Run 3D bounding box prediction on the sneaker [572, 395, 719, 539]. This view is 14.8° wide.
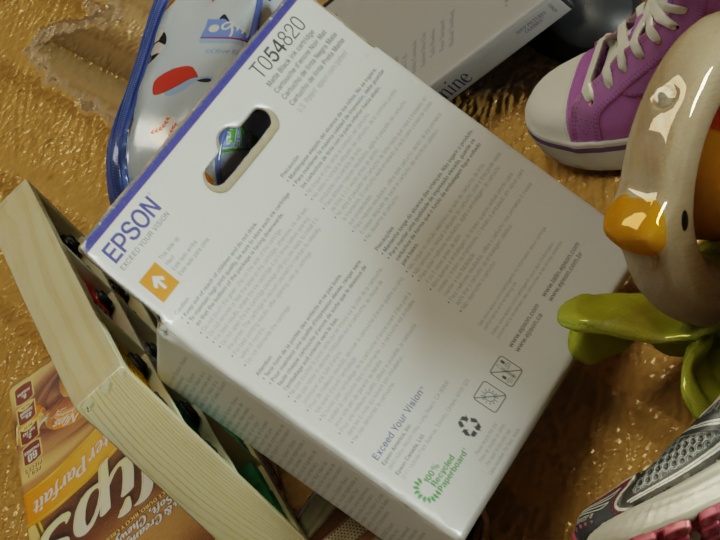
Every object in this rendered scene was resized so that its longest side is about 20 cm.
[{"bbox_3d":[0.166,0.053,1.086,0.200,0.081,0.075,-37,61,6],"label":"sneaker"}]

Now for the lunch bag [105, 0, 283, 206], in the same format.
[{"bbox_3d":[-0.044,-0.036,1.308,0.075,0.201,0.161,-8,47,21],"label":"lunch bag"}]

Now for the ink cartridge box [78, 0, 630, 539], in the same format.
[{"bbox_3d":[0.000,0.000,1.197,0.200,0.200,0.041,-53,0,-40],"label":"ink cartridge box"}]

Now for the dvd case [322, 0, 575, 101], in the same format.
[{"bbox_3d":[0.032,-0.131,1.452,0.200,0.018,0.143,-36,34,30],"label":"dvd case"}]

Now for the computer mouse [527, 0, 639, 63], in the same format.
[{"bbox_3d":[0.080,-0.154,1.447,0.059,0.034,0.200,-48,34,-6],"label":"computer mouse"}]

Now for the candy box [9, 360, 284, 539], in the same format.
[{"bbox_3d":[-0.101,0.102,1.334,0.115,0.055,0.200,-34,35,11],"label":"candy box"}]

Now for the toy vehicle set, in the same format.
[{"bbox_3d":[-0.096,0.045,1.219,0.026,0.124,0.200,-42,30,3],"label":"toy vehicle set"}]

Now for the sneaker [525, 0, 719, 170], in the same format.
[{"bbox_3d":[0.143,-0.117,1.278,0.199,0.114,0.073,-15,44,36],"label":"sneaker"}]

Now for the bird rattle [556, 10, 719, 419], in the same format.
[{"bbox_3d":[0.163,-0.039,1.147,0.112,0.163,0.201,26,81,34],"label":"bird rattle"}]

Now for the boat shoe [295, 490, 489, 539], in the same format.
[{"bbox_3d":[-0.019,0.160,1.177,0.074,0.076,0.200,20,68,49],"label":"boat shoe"}]
